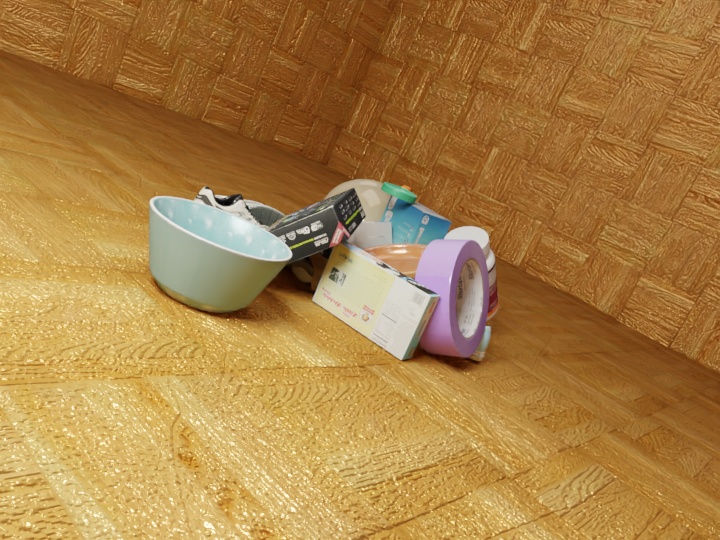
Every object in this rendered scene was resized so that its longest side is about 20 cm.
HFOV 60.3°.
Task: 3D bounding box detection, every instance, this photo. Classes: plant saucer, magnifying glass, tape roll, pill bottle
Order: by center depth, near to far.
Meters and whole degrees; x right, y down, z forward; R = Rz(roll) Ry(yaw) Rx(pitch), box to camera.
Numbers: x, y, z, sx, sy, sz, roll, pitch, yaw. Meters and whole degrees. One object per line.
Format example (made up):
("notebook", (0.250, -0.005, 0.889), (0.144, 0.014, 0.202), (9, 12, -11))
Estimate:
("tape roll", (0.160, 0.047, 1.066), (0.066, 0.200, 0.200), (3, -1, 31))
("plant saucer", (0.071, -0.009, 1.186), (0.200, 0.038, 0.200), (-3, 17, 1))
("pill bottle", (0.241, 0.011, 1.362), (0.114, 0.200, 0.114), (-9, 38, 7))
("magnifying glass", (0.093, -0.177, 1.390), (0.079, 0.022, 0.200), (25, 11, 5))

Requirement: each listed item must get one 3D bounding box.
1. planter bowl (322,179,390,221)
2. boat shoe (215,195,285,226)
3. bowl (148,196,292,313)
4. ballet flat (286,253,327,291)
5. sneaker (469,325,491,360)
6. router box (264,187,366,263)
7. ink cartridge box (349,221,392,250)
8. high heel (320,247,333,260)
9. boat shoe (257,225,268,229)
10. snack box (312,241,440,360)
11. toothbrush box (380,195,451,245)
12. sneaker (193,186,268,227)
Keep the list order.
("planter bowl", (0.006, -0.100, 1.501), (0.200, 0.200, 0.135), (19, 37, -26))
("boat shoe", (-0.242, -0.116, 1.304), (0.202, 0.075, 0.065), (11, 21, -26))
("bowl", (-0.205, -0.013, 0.847), (0.201, 0.105, 0.201), (24, 11, -5))
("ballet flat", (-0.108, -0.018, 1.170), (0.063, 0.069, 0.200), (-9, 26, -29))
("sneaker", (0.183, 0.094, 1.210), (0.074, 0.082, 0.200), (15, 15, -43))
("router box", (-0.082, -0.074, 1.063), (0.200, 0.150, 0.062), (-58, 127, -71))
("ink cartridge box", (-0.042, -0.069, 1.358), (0.200, 0.067, 0.116), (-1, 3, 41))
("high heel", (-0.094, -0.040, 1.269), (0.071, 0.143, 0.200), (-9, 6, -27))
("boat shoe", (-0.173, -0.043, 1.128), (0.075, 0.068, 0.200), (25, 12, 0))
("snack box", (0.020, 0.045, 1.014), (0.200, 0.116, 0.037), (32, 17, 28))
("toothbrush box", (0.095, -0.051, 1.381), (0.085, 0.200, 0.146), (16, 13, -32))
("sneaker", (-0.234, -0.102, 1.219), (0.200, 0.088, 0.076), (18, 12, -36))
